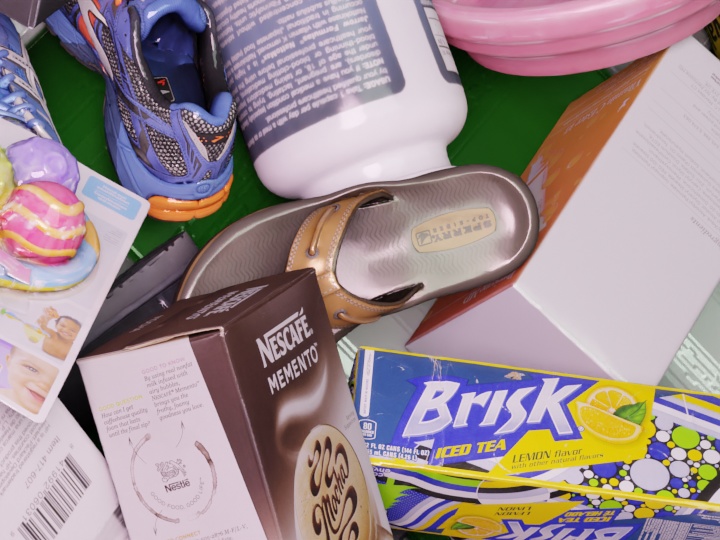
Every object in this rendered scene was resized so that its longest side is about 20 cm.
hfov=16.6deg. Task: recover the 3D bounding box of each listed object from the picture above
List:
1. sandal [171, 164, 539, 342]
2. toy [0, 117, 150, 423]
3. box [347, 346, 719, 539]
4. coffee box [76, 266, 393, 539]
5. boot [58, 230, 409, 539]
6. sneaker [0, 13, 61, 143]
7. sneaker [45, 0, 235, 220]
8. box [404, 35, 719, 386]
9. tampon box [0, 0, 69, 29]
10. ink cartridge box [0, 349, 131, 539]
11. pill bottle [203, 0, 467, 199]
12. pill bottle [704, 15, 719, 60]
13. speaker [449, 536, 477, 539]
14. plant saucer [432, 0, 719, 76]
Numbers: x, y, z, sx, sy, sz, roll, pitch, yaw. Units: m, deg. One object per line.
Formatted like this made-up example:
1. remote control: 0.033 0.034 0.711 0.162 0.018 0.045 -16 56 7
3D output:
1. sandal: 0.000 0.000 1.214 0.199 0.055 0.082 -16 95 -11
2. toy: -0.158 -0.024 1.092 0.115 0.047 0.200 30 32 -7
3. box: 0.089 0.094 1.227 0.198 0.064 0.070 8 54 -4
4. coffee box: -0.047 0.113 1.139 0.113 0.079 0.201 -34 110 -64
5. boot: -0.086 0.104 1.233 0.165 0.066 0.201 -38 98 -30
6. sneaker: -0.180 -0.075 1.228 0.075 0.077 0.201 -16 80 -29
7. sneaker: -0.109 -0.128 1.262 0.075 0.079 0.201 -17 68 -31
8. box: 0.134 -0.015 1.348 0.097 0.124 0.200 41 59 -10
9. tampon box: -0.156 -0.239 1.207 0.149 0.127 0.200 30 40 13
10. ink cartridge box: -0.166 0.150 1.111 0.146 0.084 0.200 -56 133 -30
11. pill bottle: -0.011 -0.103 1.302 0.119 0.119 0.201 -15 82 -31
12. pill bottle: 0.265 -0.143 1.466 0.111 0.111 0.201 -19 83 -31
13. speaker: 0.146 0.159 1.323 0.199 0.081 0.082 32 62 -15
14. plant saucer: 0.128 -0.162 1.367 0.200 0.200 0.051 -34 121 -32
